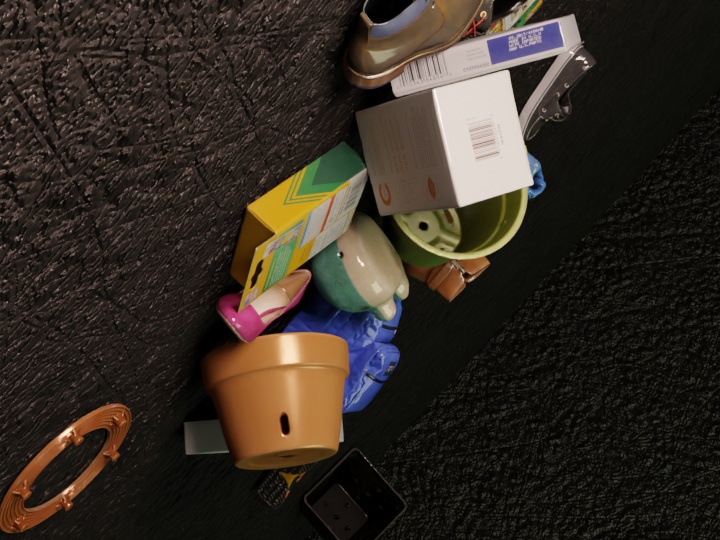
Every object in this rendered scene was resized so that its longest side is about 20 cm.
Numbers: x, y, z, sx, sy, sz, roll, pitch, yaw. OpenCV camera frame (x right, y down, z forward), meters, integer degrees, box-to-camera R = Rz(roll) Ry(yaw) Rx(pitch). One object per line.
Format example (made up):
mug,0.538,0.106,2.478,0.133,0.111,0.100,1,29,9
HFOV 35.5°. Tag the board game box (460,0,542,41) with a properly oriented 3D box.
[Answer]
board game box,0.165,-0.303,1.462,0.200,0.023,0.105,-48,168,-3

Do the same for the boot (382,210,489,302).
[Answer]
boot,0.144,-0.064,1.735,0.200,0.154,0.074,-48,165,-2

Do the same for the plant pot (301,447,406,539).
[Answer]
plant pot,-0.036,0.606,2.860,0.200,0.200,0.178,-40,175,-28

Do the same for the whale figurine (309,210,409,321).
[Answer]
whale figurine,0.000,0.000,1.528,0.103,0.161,0.200,-24,165,17

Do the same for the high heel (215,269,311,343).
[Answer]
high heel,-0.114,0.035,1.388,0.096,0.068,0.200,-40,171,7

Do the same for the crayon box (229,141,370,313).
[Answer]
crayon box,-0.081,-0.052,1.316,0.200,0.051,0.126,-39,162,-36

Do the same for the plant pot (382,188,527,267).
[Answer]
plant pot,0.107,-0.087,1.567,0.200,0.200,0.190,-43,177,-20

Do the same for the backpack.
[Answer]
backpack,-0.021,0.098,1.652,0.201,0.167,0.162,-55,171,4

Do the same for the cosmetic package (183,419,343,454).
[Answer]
cosmetic package,-0.138,0.235,1.642,0.197,0.052,0.151,-6,170,13

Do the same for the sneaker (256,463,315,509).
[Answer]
sneaker,-0.134,0.382,2.251,0.201,0.070,0.090,-54,179,18

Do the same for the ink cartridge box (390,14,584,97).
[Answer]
ink cartridge box,0.147,-0.246,1.275,0.194,0.044,0.200,-13,-169,19

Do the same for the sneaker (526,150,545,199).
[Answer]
sneaker,0.261,-0.144,1.972,0.076,0.105,0.201,-41,163,-25

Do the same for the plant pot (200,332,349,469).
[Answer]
plant pot,-0.105,0.177,1.470,0.197,0.142,0.200,-8,162,-2

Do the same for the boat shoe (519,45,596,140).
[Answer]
boat shoe,0.329,-0.287,1.886,0.070,0.066,0.201,-27,154,-54

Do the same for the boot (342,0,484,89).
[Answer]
boot,0.066,-0.271,1.150,0.200,0.075,0.097,-42,167,-18

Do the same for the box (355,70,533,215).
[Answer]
box,0.088,-0.136,1.241,0.096,0.126,0.199,-17,-173,-23

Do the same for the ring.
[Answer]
ring,-0.347,0.240,1.343,0.200,0.019,0.201,-46,166,-15

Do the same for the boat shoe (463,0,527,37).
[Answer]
boat shoe,0.123,-0.299,1.273,0.201,0.063,0.074,-36,164,-37
